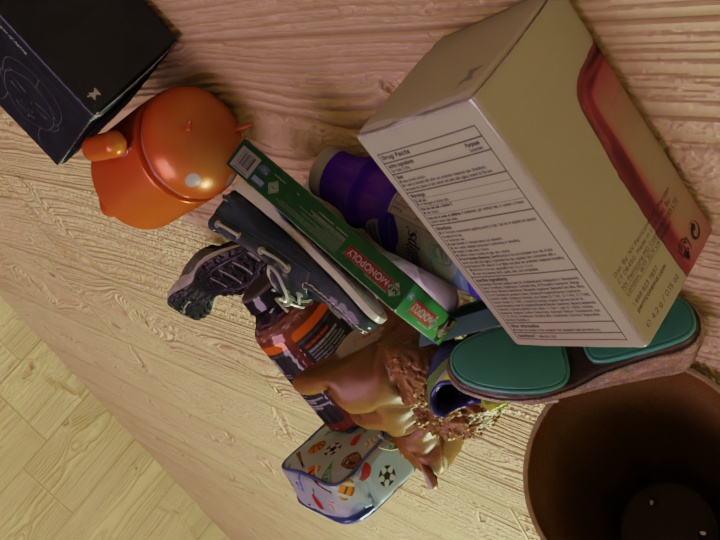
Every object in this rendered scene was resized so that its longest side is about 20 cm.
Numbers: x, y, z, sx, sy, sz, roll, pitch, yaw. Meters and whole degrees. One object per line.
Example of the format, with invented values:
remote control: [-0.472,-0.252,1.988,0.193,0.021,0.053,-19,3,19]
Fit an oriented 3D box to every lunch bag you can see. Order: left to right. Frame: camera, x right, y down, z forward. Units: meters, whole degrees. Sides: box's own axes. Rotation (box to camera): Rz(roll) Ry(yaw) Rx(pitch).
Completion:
lunch bag: [0.006,0.214,1.105,0.159,0.199,0.077,-2,120,56]

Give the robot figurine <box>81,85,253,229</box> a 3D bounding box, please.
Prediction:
robot figurine: [-0.198,-0.113,0.911,0.198,0.118,0.144,-21,126,42]

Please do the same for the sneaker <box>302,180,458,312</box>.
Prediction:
sneaker: [0.000,0.000,0.863,0.198,0.100,0.079,30,155,21]

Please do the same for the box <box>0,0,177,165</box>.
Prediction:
box: [-0.312,-0.236,0.889,0.201,0.124,0.196,48,156,-15]

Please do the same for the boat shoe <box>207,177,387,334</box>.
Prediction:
boat shoe: [-0.060,-0.004,0.799,0.199,0.062,0.075,41,-179,19]

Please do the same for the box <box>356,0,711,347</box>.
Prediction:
box: [0.115,-0.057,0.591,0.201,0.109,0.127,50,154,-21]

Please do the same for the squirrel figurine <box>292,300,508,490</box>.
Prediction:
squirrel figurine: [0.063,0.141,0.950,0.198,0.142,0.189,-9,119,50]

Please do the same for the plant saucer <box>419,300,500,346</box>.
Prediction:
plant saucer: [0.122,0.033,0.783,0.199,0.069,0.019,-26,89,61]

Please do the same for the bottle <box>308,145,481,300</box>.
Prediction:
bottle: [0.044,-0.047,0.762,0.198,0.066,0.084,29,159,24]

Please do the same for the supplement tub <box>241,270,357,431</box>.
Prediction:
supplement tub: [-0.055,0.088,1.077,0.201,0.107,0.106,52,153,-18]

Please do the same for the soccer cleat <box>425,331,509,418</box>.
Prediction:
soccer cleat: [0.141,0.086,0.779,0.198,0.085,0.065,-19,129,39]

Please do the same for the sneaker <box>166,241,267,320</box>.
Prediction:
sneaker: [-0.183,-0.006,1.154,0.073,0.081,0.198,32,143,-27]

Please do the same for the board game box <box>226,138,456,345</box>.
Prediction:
board game box: [-0.013,-0.022,0.755,0.199,0.029,0.134,41,180,25]

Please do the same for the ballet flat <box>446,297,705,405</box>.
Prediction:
ballet flat: [0.167,0.073,0.697,0.195,0.069,0.068,-10,147,16]

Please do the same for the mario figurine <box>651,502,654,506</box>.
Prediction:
mario figurine: [0.241,0.314,0.918,0.122,0.201,0.107,17,148,39]

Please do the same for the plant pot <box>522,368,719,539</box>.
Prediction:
plant pot: [0.254,0.204,0.774,0.184,0.189,0.200,20,163,35]
